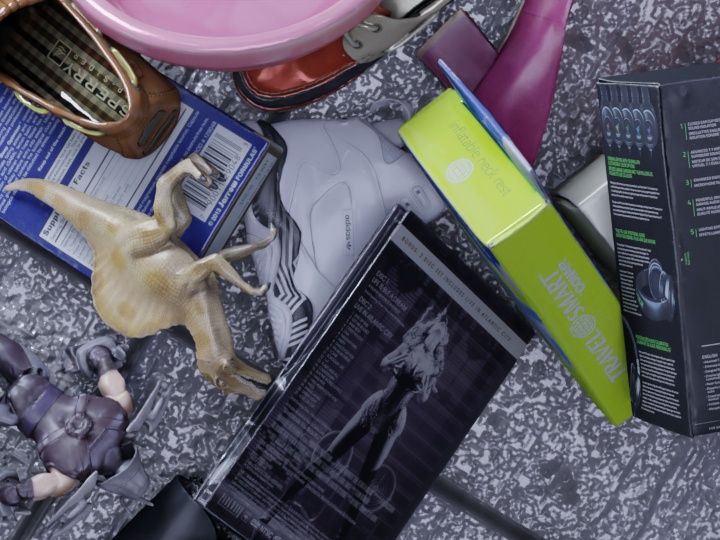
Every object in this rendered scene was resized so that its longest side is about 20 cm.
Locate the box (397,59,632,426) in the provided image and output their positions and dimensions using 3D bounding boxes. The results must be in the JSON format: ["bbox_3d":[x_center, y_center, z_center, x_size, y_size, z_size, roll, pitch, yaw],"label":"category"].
[{"bbox_3d":[0.093,-0.013,1.569,0.048,0.122,0.200,-37,133,0],"label":"box"}]

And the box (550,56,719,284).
[{"bbox_3d":[0.229,-0.054,1.627,0.200,0.109,0.128,-39,96,0],"label":"box"}]

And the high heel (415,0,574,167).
[{"bbox_3d":[0.132,-0.153,1.634,0.200,0.067,0.096,-43,86,15],"label":"high heel"}]

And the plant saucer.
[{"bbox_3d":[-0.070,-0.183,1.587,0.200,0.051,0.201,-2,54,3],"label":"plant saucer"}]

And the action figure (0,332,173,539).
[{"bbox_3d":[-0.194,0.070,1.620,0.200,0.069,0.130,38,56,-4],"label":"action figure"}]

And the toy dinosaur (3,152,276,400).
[{"bbox_3d":[-0.114,-0.016,1.551,0.200,0.058,0.101,42,97,19],"label":"toy dinosaur"}]

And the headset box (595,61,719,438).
[{"bbox_3d":[0.227,-0.027,1.512,0.174,0.093,0.200,-10,98,-15],"label":"headset box"}]

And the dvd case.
[{"bbox_3d":[0.005,0.080,1.611,0.200,0.016,0.149,-55,136,-7],"label":"dvd case"}]

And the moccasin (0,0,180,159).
[{"bbox_3d":[-0.192,-0.132,1.582,0.201,0.078,0.074,43,96,20],"label":"moccasin"}]

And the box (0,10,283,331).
[{"bbox_3d":[-0.156,-0.069,1.618,0.200,0.032,0.121,32,92,18],"label":"box"}]

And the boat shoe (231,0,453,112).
[{"bbox_3d":[0.011,-0.159,1.630,0.200,0.063,0.071,-33,97,1],"label":"boat shoe"}]

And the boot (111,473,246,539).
[{"bbox_3d":[-0.099,0.237,1.646,0.168,0.076,0.200,-36,89,4],"label":"boot"}]

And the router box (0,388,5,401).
[{"bbox_3d":[-0.288,0.145,1.548,0.062,0.150,0.200,36,129,5],"label":"router box"}]

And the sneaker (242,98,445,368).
[{"bbox_3d":[0.000,0.000,1.634,0.115,0.075,0.200,-15,92,1],"label":"sneaker"}]
